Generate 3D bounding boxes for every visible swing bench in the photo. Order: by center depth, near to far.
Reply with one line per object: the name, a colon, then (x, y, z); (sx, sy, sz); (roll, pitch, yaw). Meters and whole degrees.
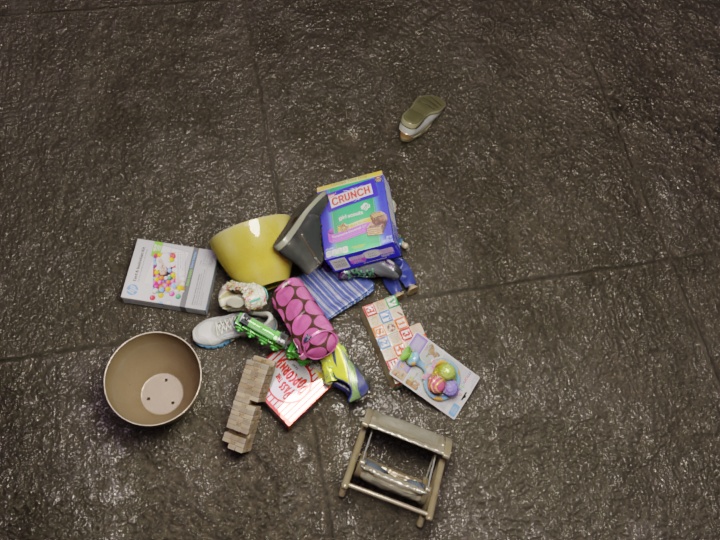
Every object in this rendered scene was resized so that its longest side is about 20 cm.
swing bench: (0.078, 0.411, 1.534); (0.197, 0.130, 0.201); (19, 65, 3)

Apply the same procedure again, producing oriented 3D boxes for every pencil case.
pencil case: (-0.129, 0.106, 1.582); (0.093, 0.091, 0.200); (-40, 44, 3)

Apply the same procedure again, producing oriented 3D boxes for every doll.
doll: (0.063, -0.023, 1.773); (0.135, 0.049, 0.201); (-24, 70, -6)

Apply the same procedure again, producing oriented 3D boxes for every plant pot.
plant pot: (-0.436, 0.249, 1.547); (0.198, 0.135, 0.202); (2, 65, -4)
plant pot: (-0.236, -0.028, 1.676); (0.198, 0.200, 0.143); (-17, 82, -13)

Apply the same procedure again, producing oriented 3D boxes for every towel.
towel: (-0.080, 0.042, 1.716); (0.199, 0.024, 0.145); (-32, 63, -28)

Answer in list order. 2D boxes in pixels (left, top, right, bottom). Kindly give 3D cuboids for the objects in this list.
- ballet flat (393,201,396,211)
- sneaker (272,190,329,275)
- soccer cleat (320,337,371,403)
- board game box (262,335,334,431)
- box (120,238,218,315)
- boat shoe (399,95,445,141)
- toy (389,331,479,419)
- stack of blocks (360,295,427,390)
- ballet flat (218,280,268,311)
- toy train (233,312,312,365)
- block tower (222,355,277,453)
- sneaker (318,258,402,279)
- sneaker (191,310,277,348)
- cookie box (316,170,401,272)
ballet flat: (-0.004, -0.141, 1.793); (0.199, 0.076, 0.064); (-25, 112, -15)
sneaker: (-0.111, -0.086, 1.639); (0.106, 0.075, 0.201); (46, 56, -19)
soccer cleat: (-0.061, 0.206, 1.596); (0.083, 0.065, 0.200); (-38, 74, -17)
board game box: (-0.142, 0.238, 1.633); (0.151, 0.046, 0.200); (42, 68, 13)
box: (-0.448, 0.015, 1.705); (0.198, 0.041, 0.157); (9, 65, -1)
boat shoe: (0.162, -0.415, 1.952); (0.074, 0.069, 0.200); (36, 46, 15)
toy: (0.175, 0.240, 1.612); (0.199, 0.047, 0.116); (36, 83, -14)
stack of blocks: (0.090, 0.164, 1.685); (0.114, 0.059, 0.201); (-19, 69, -14)
ballet flat: (-0.283, 0.061, 1.620); (0.064, 0.199, 0.076); (-24, 99, -37)
toy train: (-0.190, 0.151, 1.590); (0.199, 0.056, 0.042); (30, 65, -8)
block tower: (-0.241, 0.288, 1.556); (0.053, 0.058, 0.202); (16, 85, 13)
sneaker: (0.000, 0.000, 1.710); (0.198, 0.075, 0.088); (20, 63, 26)
sneaker: (-0.291, 0.123, 1.648); (0.198, 0.087, 0.076); (-12, 69, -10)
cookie box: (-0.006, -0.116, 1.688); (0.169, 0.075, 0.202); (-14, 61, 10)
